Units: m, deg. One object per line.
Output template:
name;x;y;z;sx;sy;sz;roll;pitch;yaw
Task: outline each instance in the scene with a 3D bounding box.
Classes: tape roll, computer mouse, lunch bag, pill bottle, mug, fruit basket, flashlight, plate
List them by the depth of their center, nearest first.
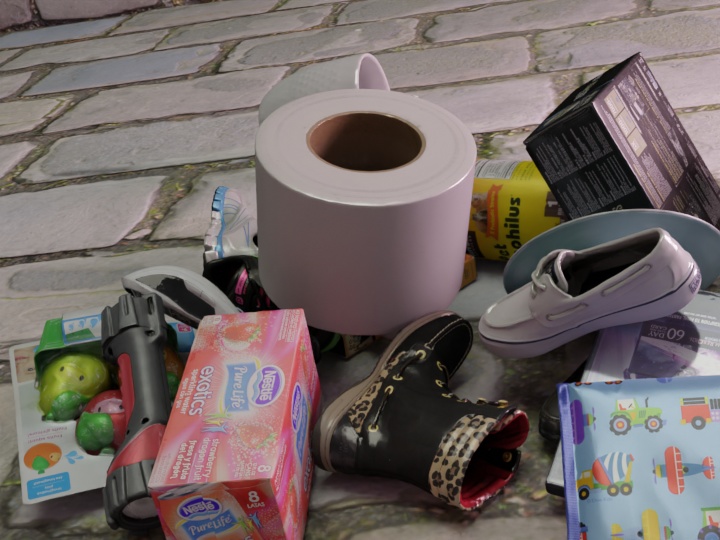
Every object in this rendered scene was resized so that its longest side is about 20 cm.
lunch bag;0.204;0.172;0.651;0.147;0.095;0.202;-5;46;13
flashlight;-0.188;0.116;0.872;0.066;0.069;0.202;1;47;-23
plate;0.224;0.009;0.920;0.196;0.201;0.026;-7;60;8
fruit basket;-0.221;0.113;0.946;0.182;0.095;0.201;-9;33;-16
tape roll;0.002;-0.058;0.958;0.198;0.141;0.204;1;38;-1
computer mouse;-0.127;0.040;0.970;0.197;0.044;0.110;28;-12;-3
pill bottle;0.167;-0.065;1.147;0.197;0.111;0.109;6;29;31
mug;-0.045;-0.224;1.552;0.172;0.151;0.199;-8;-6;22

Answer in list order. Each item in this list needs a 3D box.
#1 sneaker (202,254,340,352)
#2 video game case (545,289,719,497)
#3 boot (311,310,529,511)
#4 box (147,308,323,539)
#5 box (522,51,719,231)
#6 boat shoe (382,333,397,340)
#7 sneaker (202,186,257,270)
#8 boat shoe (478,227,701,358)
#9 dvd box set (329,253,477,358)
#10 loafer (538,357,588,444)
sneaker;-0.088;0.031;1.027;0.083;0.078;0.198;8;4;-44
video game case;0.236;0.096;0.790;0.141;0.019;0.202;10;54;27
boot;0.072;0.112;0.858;0.149;0.074;0.199;12;35;40
box;-0.090;0.130;0.822;0.093;0.104;0.201;-6;32;8
box;0.270;-0.088;1.033;0.085;0.202;0.164;-27;10;39
boat shoe;0.000;0.000;1.049;0.065;0.073;0.199;-23;35;-36
sneaker;-0.145;-0.042;1.286;0.085;0.076;0.201;-1;30;-4
boat shoe;0.170;0.012;0.841;0.198;0.065;0.074;-23;33;34
dvd box set;0.008;0.020;1.126;0.198;0.030;0.145;-28;30;-34
loafer;0.219;0.077;0.873;0.198;0.074;0.072;-29;32;-33
